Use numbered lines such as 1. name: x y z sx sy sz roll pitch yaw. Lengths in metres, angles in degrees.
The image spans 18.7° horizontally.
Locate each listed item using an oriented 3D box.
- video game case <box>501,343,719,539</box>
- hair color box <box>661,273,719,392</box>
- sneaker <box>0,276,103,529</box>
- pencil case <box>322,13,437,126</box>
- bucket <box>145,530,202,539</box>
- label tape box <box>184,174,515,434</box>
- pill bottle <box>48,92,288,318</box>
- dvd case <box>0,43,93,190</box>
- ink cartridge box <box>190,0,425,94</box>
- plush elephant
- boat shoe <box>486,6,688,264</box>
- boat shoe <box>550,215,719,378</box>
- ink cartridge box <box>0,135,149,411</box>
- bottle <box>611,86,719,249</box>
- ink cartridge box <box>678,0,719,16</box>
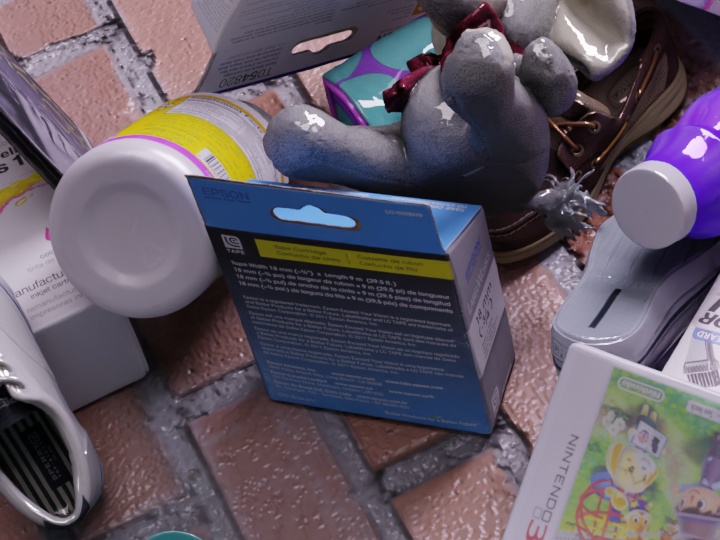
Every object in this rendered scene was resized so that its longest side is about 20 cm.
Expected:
1. video game case: 0.165 0.152 1.099 0.200 0.022 0.182 19 90 28
2. hair color box: 0.220 0.079 1.186 0.109 0.065 0.200 17 57 28
3. sneaker: -0.206 0.058 1.225 0.073 0.200 0.071 -37 11 -6
4. pencil case: 0.073 -0.131 1.396 0.200 0.085 0.093 -33 88 -16
5. bucket: -0.096 0.247 1.068 0.207 0.135 0.207 -7 47 8
6. label tape box: 0.000 0.000 1.219 0.144 0.200 0.063 8 52 20
7. pill bottle: -0.105 -0.047 1.310 0.104 0.105 0.200 0 16 15
8. dvd case: -0.200 -0.091 1.355 0.016 0.200 0.149 -36 48 3
9. ink cartridge box: -0.006 -0.203 1.364 0.199 0.200 0.041 -19 65 -37
10. plush elephant: 0.067 -0.119 1.250 0.165 0.200 0.155 -24 55 40
11. boat shoe: 0.129 -0.088 1.351 0.072 0.072 0.200 32 64 35
12. boat shoe: 0.155 0.022 1.251 0.073 0.067 0.200 16 32 26
13. ink cartridge box: -0.238 0.005 1.354 0.145 0.084 0.200 -25 49 -8
14. bottle: 0.217 -0.065 1.256 0.065 0.084 0.200 21 31 33
15. ink cartridge box: 0.184 -0.216 1.371 0.117 0.200 0.067 36 107 37
